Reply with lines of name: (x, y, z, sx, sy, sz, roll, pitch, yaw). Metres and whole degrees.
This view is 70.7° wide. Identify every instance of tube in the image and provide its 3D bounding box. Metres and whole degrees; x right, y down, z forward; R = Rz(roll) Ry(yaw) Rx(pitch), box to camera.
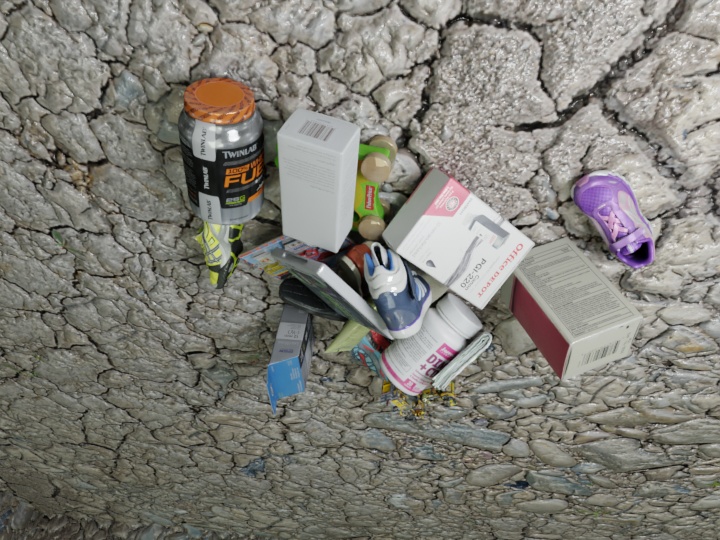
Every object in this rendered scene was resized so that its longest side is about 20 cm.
tube: (0.002, 0.101, 1.012, 0.058, 0.052, 0.200, 29, 122, -10)

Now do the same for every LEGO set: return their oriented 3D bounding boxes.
LEGO set: (0.141, 0.308, 1.237, 0.153, 0.116, 0.200, -17, 132, 26)

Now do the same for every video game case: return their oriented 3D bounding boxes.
video game case: (-0.049, 0.039, 0.889, 0.200, 0.023, 0.182, 43, 166, -32)

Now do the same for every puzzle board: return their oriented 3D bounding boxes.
puzzle board: (-0.107, -0.027, 0.961, 0.200, 0.017, 0.151, -21, 149, 28)

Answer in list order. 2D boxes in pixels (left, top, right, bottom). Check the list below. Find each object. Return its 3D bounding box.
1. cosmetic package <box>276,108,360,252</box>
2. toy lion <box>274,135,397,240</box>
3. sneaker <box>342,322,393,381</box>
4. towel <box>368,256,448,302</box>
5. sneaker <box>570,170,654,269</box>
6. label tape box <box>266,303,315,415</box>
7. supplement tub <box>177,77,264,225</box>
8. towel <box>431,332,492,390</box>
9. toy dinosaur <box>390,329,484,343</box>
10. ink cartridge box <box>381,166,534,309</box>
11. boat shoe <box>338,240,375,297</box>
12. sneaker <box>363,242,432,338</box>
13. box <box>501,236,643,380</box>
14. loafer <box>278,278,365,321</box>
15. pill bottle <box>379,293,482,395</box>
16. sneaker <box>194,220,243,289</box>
cosmetic package: (-0.063, -0.129, 0.765, 0.101, 0.074, 0.200, 20, 142, 10)
toy lion: (-0.043, -0.153, 0.823, 0.191, 0.069, 0.200, 11, 138, 8)
sneaker: (0.021, 0.177, 1.166, 0.095, 0.079, 0.200, -1, 132, 31)
towel: (0.104, 0.013, 0.991, 0.132, 0.035, 0.200, 27, 136, -16)
sneaker: (0.409, -0.073, 0.803, 0.080, 0.089, 0.200, -30, 124, 36)
label tape box: (-0.149, 0.195, 1.106, 0.066, 0.200, 0.144, 3, 137, 4)
supplement tub: (-0.208, -0.177, 0.774, 0.122, 0.123, 0.200, 10, 138, -1)
towel: (0.210, 0.194, 1.042, 0.149, 0.031, 0.200, -41, 162, -2)
toy dinosaur: (0.175, 0.172, 1.119, 0.200, 0.077, 0.102, -17, 145, 31)
ink cartridge box: (0.161, -0.050, 0.834, 0.200, 0.085, 0.146, 32, 102, -25)
boat shoe: (0.000, 0.000, 0.944, 0.071, 0.063, 0.200, 46, 168, 12)
sneaker: (0.062, 0.007, 0.858, 0.080, 0.200, 0.147, -15, 111, 18)
box: (0.342, 0.060, 0.854, 0.128, 0.200, 0.109, -19, 136, -6)
loafer: (-0.079, 0.072, 1.047, 0.199, 0.073, 0.072, 19, 143, -20)
pill bottle: (0.142, 0.148, 1.031, 0.113, 0.113, 0.200, 34, 108, -25)
sneaker: (-0.271, -0.050, 0.968, 0.076, 0.075, 0.200, 19, 127, 0)
